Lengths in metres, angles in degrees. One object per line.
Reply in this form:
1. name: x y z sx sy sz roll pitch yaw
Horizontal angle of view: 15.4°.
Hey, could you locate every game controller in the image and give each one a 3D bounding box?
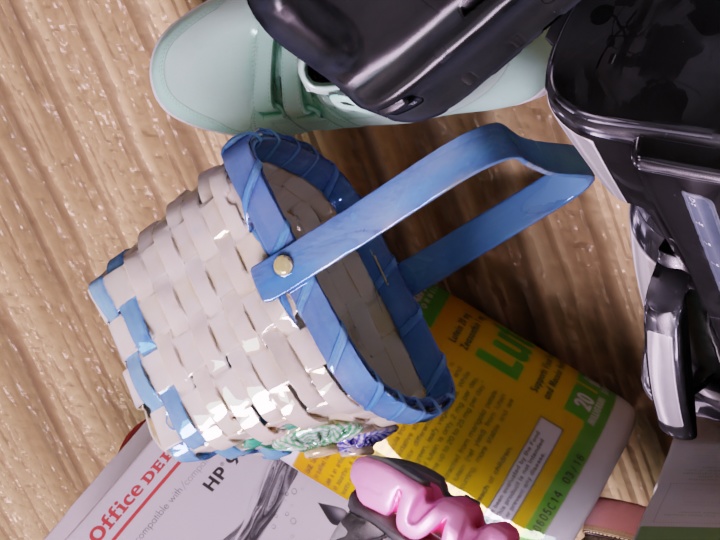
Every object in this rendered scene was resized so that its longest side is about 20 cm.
1. game controller: 0.050 -0.136 0.999 0.104 0.042 0.200 38 119 -23

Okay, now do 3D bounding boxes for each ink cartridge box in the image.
1. ink cartridge box: -0.071 0.145 1.335 0.199 0.116 0.068 32 159 25
2. ink cartridge box: 0.190 0.105 1.083 0.144 0.200 0.048 0 108 16

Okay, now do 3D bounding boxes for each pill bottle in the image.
1. pill bottle: 0.022 0.063 1.283 0.199 0.111 0.111 31 140 1

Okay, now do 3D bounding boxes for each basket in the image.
1. basket: 0.000 0.000 1.152 0.200 0.176 0.140 -36 76 15

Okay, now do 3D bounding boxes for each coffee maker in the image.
1. coffee maker: 0.186 -0.030 1.059 0.191 0.135 0.200 -8 143 15

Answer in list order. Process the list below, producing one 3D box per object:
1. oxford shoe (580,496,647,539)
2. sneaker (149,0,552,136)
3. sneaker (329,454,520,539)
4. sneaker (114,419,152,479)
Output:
1. oxford shoe: 0.151 0.156 1.197 0.071 0.074 0.200 30 172 -18
2. sneaker: -0.023 -0.097 1.137 0.199 0.118 0.074 -3 90 26
3. sneaker: 0.062 0.165 1.142 0.199 0.096 0.079 33 180 16
4. sneaker: -0.027 0.137 1.439 0.199 0.079 0.116 16 154 19
